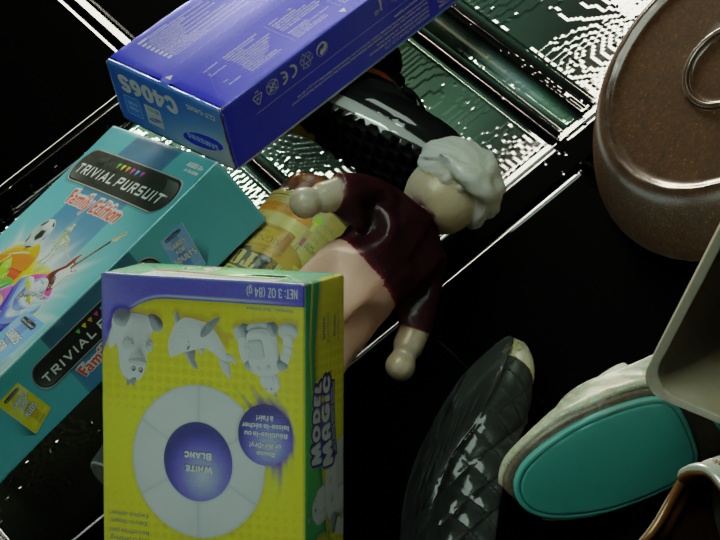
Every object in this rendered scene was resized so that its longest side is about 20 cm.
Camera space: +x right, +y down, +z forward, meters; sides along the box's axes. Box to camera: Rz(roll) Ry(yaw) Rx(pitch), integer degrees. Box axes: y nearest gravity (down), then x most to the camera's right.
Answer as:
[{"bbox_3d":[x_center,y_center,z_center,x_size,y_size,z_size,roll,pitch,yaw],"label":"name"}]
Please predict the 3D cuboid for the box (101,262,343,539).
[{"bbox_3d":[-0.068,0.100,1.214,0.117,0.048,0.200,3,99,26],"label":"box"}]

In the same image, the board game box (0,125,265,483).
[{"bbox_3d":[-0.164,0.013,1.357,0.200,0.047,0.151,-46,27,-13],"label":"board game box"}]

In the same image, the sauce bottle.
[{"bbox_3d":[-0.069,0.038,1.325,0.066,0.066,0.200,19,61,34],"label":"sauce bottle"}]

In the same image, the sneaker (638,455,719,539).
[{"bbox_3d":[0.198,0.104,1.143,0.200,0.085,0.073,-39,47,-15],"label":"sneaker"}]

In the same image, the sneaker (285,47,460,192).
[{"bbox_3d":[-0.002,-0.112,1.415,0.200,0.070,0.090,26,68,38],"label":"sneaker"}]

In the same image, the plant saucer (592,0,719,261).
[{"bbox_3d":[0.198,-0.100,1.302,0.200,0.034,0.201,-25,46,28],"label":"plant saucer"}]

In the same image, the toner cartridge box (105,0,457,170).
[{"bbox_3d":[-0.034,-0.138,1.379,0.095,0.043,0.200,25,53,39],"label":"toner cartridge box"}]

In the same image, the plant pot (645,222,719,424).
[{"bbox_3d":[0.266,-0.029,1.123,0.200,0.200,0.177,23,34,1],"label":"plant pot"}]

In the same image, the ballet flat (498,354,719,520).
[{"bbox_3d":[0.157,0.063,1.218,0.200,0.068,0.062,-22,27,-3],"label":"ballet flat"}]

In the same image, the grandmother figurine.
[{"bbox_3d":[0.000,0.000,1.294,0.200,0.121,0.061,-43,39,-22],"label":"grandmother figurine"}]

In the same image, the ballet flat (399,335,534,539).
[{"bbox_3d":[0.054,0.119,1.226,0.066,0.057,0.200,-42,25,52],"label":"ballet flat"}]
